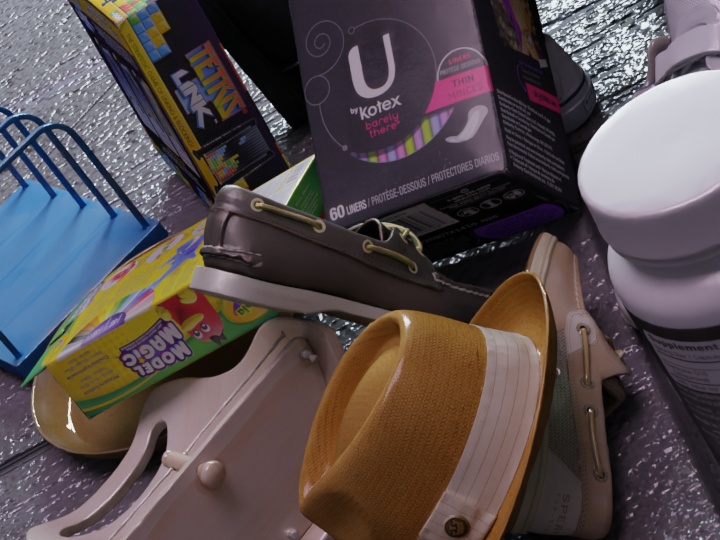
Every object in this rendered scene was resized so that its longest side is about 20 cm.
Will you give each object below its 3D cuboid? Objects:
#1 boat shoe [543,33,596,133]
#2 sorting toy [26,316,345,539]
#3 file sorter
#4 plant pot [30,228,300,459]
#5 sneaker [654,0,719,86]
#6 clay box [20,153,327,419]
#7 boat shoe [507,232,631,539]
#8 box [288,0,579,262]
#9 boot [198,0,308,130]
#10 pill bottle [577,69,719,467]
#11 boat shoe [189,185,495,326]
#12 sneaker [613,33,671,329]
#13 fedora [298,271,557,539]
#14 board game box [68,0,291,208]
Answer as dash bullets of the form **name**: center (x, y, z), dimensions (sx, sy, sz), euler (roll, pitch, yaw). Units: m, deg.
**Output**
- **boat shoe**: center (0.050, -0.109, 1.445), dimensions (0.200, 0.067, 0.074), euler (-16, 37, 26)
- **sorting toy**: center (-0.104, 0.123, 1.263), dimensions (0.200, 0.107, 0.180), euler (-49, 32, -21)
- **file sorter**: center (-0.259, -0.036, 1.563), dimensions (0.139, 0.123, 0.200), euler (-46, 32, -18)
- **plant pot**: center (-0.117, 0.047, 1.432), dimensions (0.200, 0.028, 0.200), euler (-22, 36, 17)
- **sneaker**: center (0.179, -0.090, 1.186), dimensions (0.075, 0.115, 0.200), euler (-30, 71, 47)
- **clay box**: center (-0.103, 0.015, 1.351), dimensions (0.200, 0.048, 0.115), euler (-30, 17, 30)
- **boat shoe**: center (0.106, 0.061, 1.195), dimensions (0.065, 0.072, 0.200), euler (12, 41, -3)
- **box**: center (0.039, -0.119, 1.349), dimensions (0.122, 0.106, 0.200), euler (-20, 69, 25)
- **boot**: center (-0.032, -0.203, 1.527), dimensions (0.162, 0.198, 0.073), euler (-41, 36, 2)
- **pill bottle**: center (0.184, 0.011, 1.057), dimensions (0.114, 0.200, 0.114), euler (-23, 35, 17)
- **boat shoe**: center (0.002, 0.000, 1.240), dimensions (0.072, 0.201, 0.060), euler (6, 85, 55)
- **sneaker**: center (0.166, -0.050, 1.253), dimensions (0.074, 0.087, 0.200), euler (-14, 39, 26)
- **fedora**: center (0.025, 0.084, 1.133), dimensions (0.201, 0.082, 0.201), euler (-159, 90, -76)
- **board game box**: center (-0.122, -0.127, 1.503), dimensions (0.057, 0.165, 0.200), euler (-32, 25, -8)
